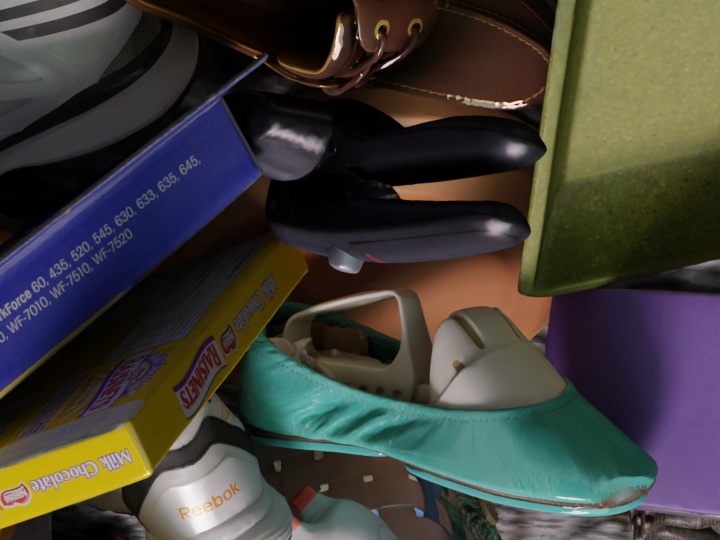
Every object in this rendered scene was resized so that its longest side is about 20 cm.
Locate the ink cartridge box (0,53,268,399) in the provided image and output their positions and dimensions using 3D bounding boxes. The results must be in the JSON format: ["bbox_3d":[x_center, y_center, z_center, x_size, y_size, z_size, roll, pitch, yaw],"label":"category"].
[{"bbox_3d":[-0.128,0.018,0.923,0.047,0.198,0.200,53,151,-8],"label":"ink cartridge box"}]

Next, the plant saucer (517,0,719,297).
[{"bbox_3d":[0.152,-0.083,0.955,0.199,0.048,0.200,-13,146,-11],"label":"plant saucer"}]

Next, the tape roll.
[{"bbox_3d":[0.171,0.063,1.058,0.199,0.085,0.200,7,174,1],"label":"tape roll"}]

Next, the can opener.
[{"bbox_3d":[0.008,-0.028,0.919,0.078,0.064,0.200,4,-175,-27],"label":"can opener"}]

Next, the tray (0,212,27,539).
[{"bbox_3d":[-0.180,0.072,1.032,0.098,0.201,0.037,26,167,-37],"label":"tray"}]

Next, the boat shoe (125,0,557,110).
[{"bbox_3d":[-0.010,-0.093,0.925,0.200,0.068,0.072,19,138,-30],"label":"boat shoe"}]

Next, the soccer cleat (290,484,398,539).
[{"bbox_3d":[-0.052,0.173,1.088,0.078,0.069,0.200,44,118,-4],"label":"soccer cleat"}]

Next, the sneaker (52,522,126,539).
[{"bbox_3d":[-0.184,0.190,1.249,0.200,0.076,0.116,-40,140,-27],"label":"sneaker"}]

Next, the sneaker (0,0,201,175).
[{"bbox_3d":[-0.170,-0.075,0.943,0.200,0.076,0.115,-26,131,14],"label":"sneaker"}]

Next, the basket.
[{"bbox_3d":[0.011,0.177,1.212,0.139,0.177,0.200,-11,133,2],"label":"basket"}]

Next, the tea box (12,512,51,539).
[{"bbox_3d":[-0.244,0.177,1.158,0.133,0.201,0.197,25,136,-36],"label":"tea box"}]

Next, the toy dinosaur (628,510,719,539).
[{"bbox_3d":[0.181,0.108,1.224,0.102,0.077,0.200,2,141,2],"label":"toy dinosaur"}]

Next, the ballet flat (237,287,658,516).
[{"bbox_3d":[0.026,0.045,1.004,0.200,0.071,0.067,9,-161,41],"label":"ballet flat"}]

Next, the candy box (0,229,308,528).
[{"bbox_3d":[-0.092,0.040,0.953,0.102,0.200,0.026,-18,104,21],"label":"candy box"}]

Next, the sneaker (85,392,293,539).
[{"bbox_3d":[-0.085,0.063,1.073,0.074,0.200,0.080,-29,110,-15],"label":"sneaker"}]

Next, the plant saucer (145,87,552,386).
[{"bbox_3d":[0.000,0.000,1.084,0.199,0.038,0.200,-4,144,-3],"label":"plant saucer"}]
